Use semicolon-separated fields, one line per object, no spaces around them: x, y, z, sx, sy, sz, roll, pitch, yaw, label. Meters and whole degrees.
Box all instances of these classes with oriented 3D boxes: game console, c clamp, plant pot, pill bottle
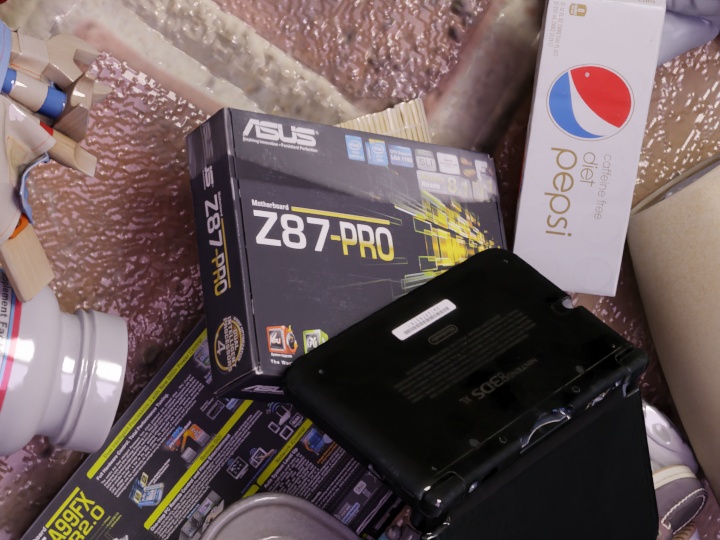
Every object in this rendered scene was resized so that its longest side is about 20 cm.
0.066;0.106;1.184;0.200;0.176;0.116;-29;150;-43;game console
-0.039;0.212;1.178;0.171;0.027;0.200;40;87;-25;c clamp
0.257;0.026;1.325;0.187;0.187;0.200;-33;92;-9;plant pot
-0.240;0.046;1.206;0.200;0.109;0.109;13;95;-18;pill bottle

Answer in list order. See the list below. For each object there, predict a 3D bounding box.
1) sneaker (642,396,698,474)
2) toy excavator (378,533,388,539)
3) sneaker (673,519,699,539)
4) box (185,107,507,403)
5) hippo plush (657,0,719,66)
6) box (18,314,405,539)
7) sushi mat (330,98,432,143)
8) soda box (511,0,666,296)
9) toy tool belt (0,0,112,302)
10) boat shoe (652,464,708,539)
0.124;0.087;1.338;0.099;0.078;0.200;-43;107;-2;sneaker
-0.021;0.167;1.298;0.100;0.200;0.194;-7;137;12;toy excavator
0.162;0.247;1.349;0.200;0.070;0.109;-32;113;-39;sneaker
0.000;0.000;1.224;0.200;0.049;0.161;9;63;-36;box
0.216;-0.178;1.272;0.159;0.161;0.200;-46;108;-5;hippo plush
-0.084;0.143;1.235;0.160;0.044;0.200;38;87;20;box
0.023;0.000;1.308;0.096;0.012;0.200;-22;103;-33;sushi mat
0.134;-0.086;1.260;0.068;0.064;0.200;7;124;3;soda box
-0.202;-0.090;1.193;0.123;0.125;0.200;33;55;-31;toy tool belt
0.154;0.183;1.277;0.200;0.065;0.072;-26;147;-45;boat shoe
